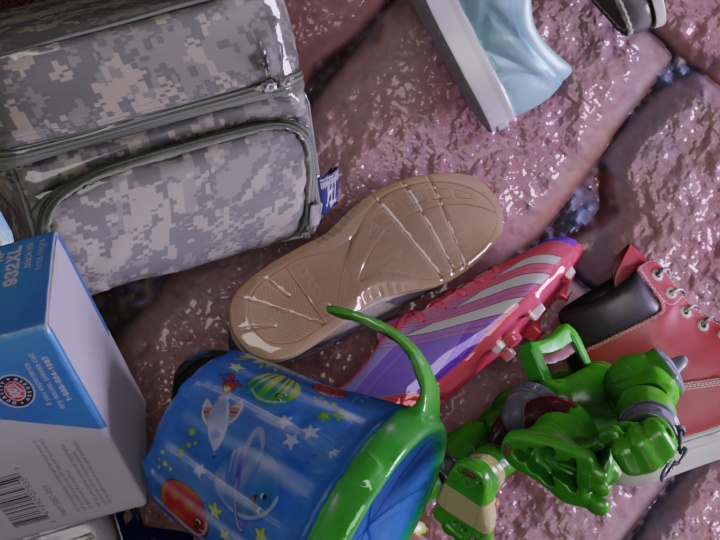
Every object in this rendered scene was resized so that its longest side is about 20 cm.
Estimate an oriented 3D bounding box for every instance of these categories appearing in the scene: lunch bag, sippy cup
[{"bbox_3d":[-0.124,-0.077,0.742,0.200,0.139,0.168,-19,114,-20],"label":"lunch bag"},{"bbox_3d":[-0.041,0.113,0.689,0.130,0.140,0.178,28,55,19],"label":"sippy cup"}]

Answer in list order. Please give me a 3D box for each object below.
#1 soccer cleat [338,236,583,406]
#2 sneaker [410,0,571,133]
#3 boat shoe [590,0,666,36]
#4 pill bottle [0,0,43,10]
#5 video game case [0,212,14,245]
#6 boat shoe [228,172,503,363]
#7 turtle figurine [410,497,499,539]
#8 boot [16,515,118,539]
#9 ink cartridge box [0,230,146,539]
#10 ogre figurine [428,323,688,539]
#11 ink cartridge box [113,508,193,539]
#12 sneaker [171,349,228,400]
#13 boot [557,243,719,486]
[{"bbox_3d":[0.057,0.039,0.800,0.200,0.067,0.076,-44,71,-9],"label":"soccer cleat"},{"bbox_3d":[0.070,-0.191,0.795,0.082,0.074,0.200,-30,112,-1],"label":"sneaker"},{"bbox_3d":[0.122,-0.229,0.817,0.060,0.072,0.202,-33,83,-4],"label":"boat shoe"},{"bbox_3d":[-0.240,-0.204,0.719,0.113,0.200,0.113,0,87,-5],"label":"pill bottle"},{"bbox_3d":[-0.300,0.013,0.780,0.200,0.045,0.181,-18,89,-6],"label":"video game case"},{"bbox_3d":[0.000,0.000,0.795,0.200,0.065,0.072,-31,88,-24],"label":"boat shoe"},{"bbox_3d":[0.054,0.231,0.751,0.161,0.064,0.200,-50,56,9],"label":"turtle figurine"},{"bbox_3d":[-0.238,0.198,0.757,0.200,0.074,0.096,-26,82,-7],"label":"boot"},{"bbox_3d":[-0.234,0.080,0.687,0.200,0.084,0.145,-15,131,3],"label":"ink cartridge box"},{"bbox_3d":[0.113,0.094,0.738,0.098,0.200,0.120,47,47,6],"label":"ogre figurine"},{"bbox_3d":[-0.105,0.222,0.757,0.037,0.095,0.200,-18,88,-4],"label":"ink cartridge box"},{"bbox_3d":[-0.062,0.143,0.772,0.073,0.082,0.200,-21,87,-4],"label":"sneaker"},{"bbox_3d":[0.234,0.039,0.806,0.200,0.072,0.144,-18,90,-2],"label":"boot"}]
